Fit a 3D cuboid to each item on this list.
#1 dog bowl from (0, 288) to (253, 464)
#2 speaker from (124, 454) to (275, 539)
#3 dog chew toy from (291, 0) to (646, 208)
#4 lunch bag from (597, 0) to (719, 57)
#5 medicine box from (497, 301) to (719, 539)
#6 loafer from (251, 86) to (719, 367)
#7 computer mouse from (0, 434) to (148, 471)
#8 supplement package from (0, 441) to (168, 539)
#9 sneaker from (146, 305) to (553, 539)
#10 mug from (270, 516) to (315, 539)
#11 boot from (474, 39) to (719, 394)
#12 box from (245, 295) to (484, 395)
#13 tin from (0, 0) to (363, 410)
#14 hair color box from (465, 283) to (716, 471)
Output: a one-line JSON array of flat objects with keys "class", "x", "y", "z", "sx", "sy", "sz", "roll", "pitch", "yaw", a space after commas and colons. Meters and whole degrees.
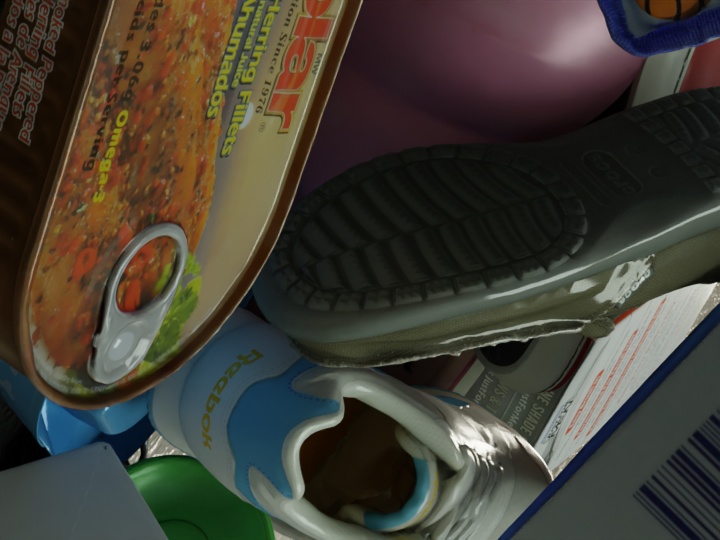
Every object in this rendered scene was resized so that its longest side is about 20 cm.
[{"class": "dog bowl", "x": -0.087, "y": 0.010, "z": 0.687, "sx": 0.112, "sy": 0.049, "sz": 0.200, "roll": -52, "pitch": 171, "yaw": -12}, {"class": "speaker", "x": -0.088, "y": 0.155, "z": 0.815, "sx": 0.088, "sy": 0.088, "sz": 0.201, "roll": -47, "pitch": 167, "yaw": -35}, {"class": "dog chew toy", "x": 0.027, "y": -0.061, "z": 0.716, "sx": 0.124, "sy": 0.124, "sz": 0.201, "roll": -37, "pitch": 154, "yaw": -62}, {"class": "lunch bag", "x": 0.107, "y": -0.175, "z": 0.598, "sx": 0.123, "sy": 0.202, "sz": 0.170, "roll": -17, "pitch": -175, "yaw": 21}, {"class": "medicine box", "x": 0.166, "y": 0.056, "z": 0.755, "sx": 0.182, "sy": 0.103, "sz": 0.200, "roll": -49, "pitch": 171, "yaw": 19}, {"class": "loafer", "x": 0.060, "y": -0.001, "z": 0.652, "sx": 0.198, "sy": 0.075, "sz": 0.070, "roll": -14, "pitch": 134, "yaw": -19}, {"class": "computer mouse", "x": -0.154, "y": 0.151, "z": 0.867, "sx": 0.201, "sy": 0.053, "sz": 0.138, "roll": -55, "pitch": 172, "yaw": 11}, {"class": "supplement package", "x": -0.137, "y": 0.189, "z": 0.647, "sx": 0.151, "sy": 0.151, "sz": 0.201, "roll": -15, "pitch": 147, "yaw": -37}, {"class": "sneaker", "x": 0.013, "y": 0.079, "z": 0.733, "sx": 0.199, "sy": 0.081, "sz": 0.077, "roll": 24, "pitch": 94, "yaw": -45}, {"class": "mug", "x": 0.028, "y": 0.031, "z": 1.061, "sx": 0.177, "sy": 0.134, "sz": 0.200, "roll": -24, "pitch": -163, "yaw": 39}, {"class": "boot", "x": 0.133, "y": -0.032, "z": 0.777, "sx": 0.072, "sy": 0.144, "sz": 0.201, "roll": 27, "pitch": -86, "yaw": 57}, {"class": "box", "x": 0.000, "y": 0.000, "z": 0.846, "sx": 0.201, "sy": 0.128, "sz": 0.109, "roll": -53, "pitch": 170, "yaw": -5}, {"class": "tin", "x": -0.047, "y": -0.058, "z": 0.520, "sx": 0.112, "sy": 0.042, "sz": 0.201, "roll": -9, "pitch": 126, "yaw": -53}, {"class": "hair color box", "x": 0.113, "y": 0.029, "z": 0.996, "sx": 0.200, "sy": 0.064, "sz": 0.111, "roll": -30, "pitch": 151, "yaw": -55}]
